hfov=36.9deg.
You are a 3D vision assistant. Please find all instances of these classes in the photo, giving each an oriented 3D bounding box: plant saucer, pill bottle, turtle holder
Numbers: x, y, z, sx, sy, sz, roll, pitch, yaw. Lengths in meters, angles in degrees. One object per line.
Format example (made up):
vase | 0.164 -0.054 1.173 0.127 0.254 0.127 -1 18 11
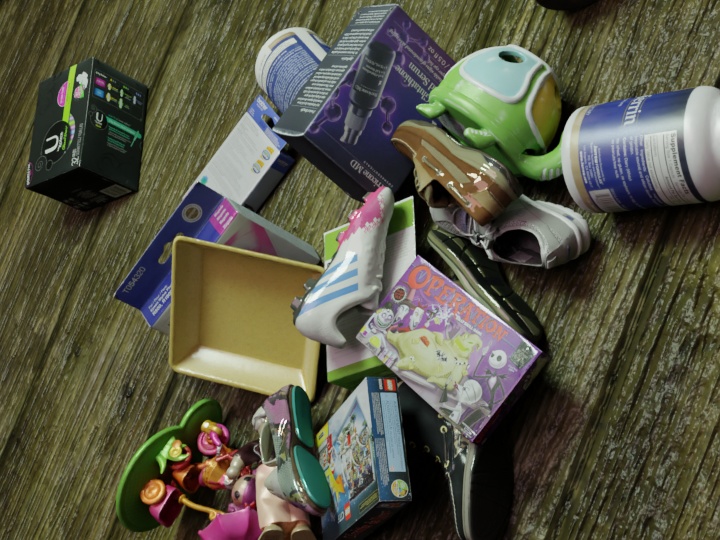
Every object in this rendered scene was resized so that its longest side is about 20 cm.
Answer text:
plant saucer | -0.138 0.055 1.362 0.199 0.048 0.201 13 118 10
pill bottle | 0.315 -0.123 1.091 0.199 0.116 0.116 -4 70 39
turtle holder | 0.169 -0.179 1.225 0.132 0.141 0.185 -49 32 -5
pill bottle | -0.055 -0.236 1.461 0.111 0.111 0.200 -50 48 14

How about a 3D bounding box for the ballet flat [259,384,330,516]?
ballet flat | -0.083 0.220 1.270 0.071 0.069 0.200 -33 39 14

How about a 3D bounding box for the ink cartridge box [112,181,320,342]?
ink cartridge box | -0.186 0.011 1.412 0.197 0.200 0.043 -52 36 13

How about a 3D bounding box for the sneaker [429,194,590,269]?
sneaker | 0.152 -0.051 1.203 0.200 0.082 0.075 16 126 39

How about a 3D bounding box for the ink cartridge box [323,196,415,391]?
ink cartridge box | 0.034 0.032 1.301 0.147 0.076 0.201 -21 58 34

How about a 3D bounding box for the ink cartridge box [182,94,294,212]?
ink cartridge box | -0.170 -0.144 1.573 0.200 0.042 0.119 -53 47 15

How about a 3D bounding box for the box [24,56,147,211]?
box | -0.453 -0.224 1.792 0.148 0.124 0.201 -15 65 36

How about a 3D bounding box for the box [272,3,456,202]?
box | 0.016 -0.202 1.323 0.200 0.148 0.104 -56 27 -6

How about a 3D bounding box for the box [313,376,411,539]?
box | -0.002 0.220 1.212 0.200 0.038 0.137 125 143 -56

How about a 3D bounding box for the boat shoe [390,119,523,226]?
boat shoe | 0.092 -0.109 1.207 0.074 0.076 0.200 -52 40 -2

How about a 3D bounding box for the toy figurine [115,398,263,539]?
toy figurine | -0.177 0.283 1.372 0.184 0.150 0.200 23 64 30

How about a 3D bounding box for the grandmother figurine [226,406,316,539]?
grandmother figurine | -0.104 0.244 1.325 0.200 0.121 0.061 -99 26 -45

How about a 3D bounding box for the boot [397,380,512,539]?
boot | 0.086 0.203 1.192 0.153 0.073 0.204 -17 63 40

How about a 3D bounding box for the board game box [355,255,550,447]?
board game box | 0.094 0.083 1.163 0.120 0.032 0.200 -51 51 0

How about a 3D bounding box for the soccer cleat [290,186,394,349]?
soccer cleat | 0.000 0.000 1.256 0.086 0.070 0.200 31 80 9

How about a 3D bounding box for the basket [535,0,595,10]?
basket | 0.231 -0.422 1.279 0.180 0.136 0.201 -31 59 30

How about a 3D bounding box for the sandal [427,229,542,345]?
sandal | 0.129 0.022 1.225 0.057 0.080 0.201 -56 46 27
